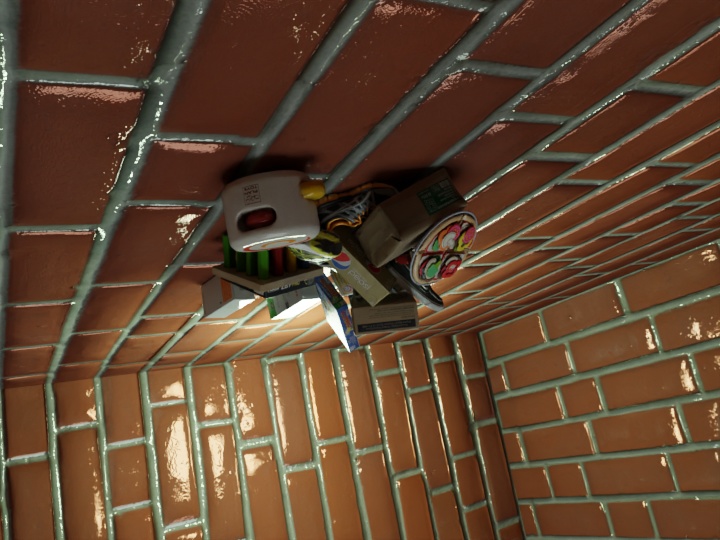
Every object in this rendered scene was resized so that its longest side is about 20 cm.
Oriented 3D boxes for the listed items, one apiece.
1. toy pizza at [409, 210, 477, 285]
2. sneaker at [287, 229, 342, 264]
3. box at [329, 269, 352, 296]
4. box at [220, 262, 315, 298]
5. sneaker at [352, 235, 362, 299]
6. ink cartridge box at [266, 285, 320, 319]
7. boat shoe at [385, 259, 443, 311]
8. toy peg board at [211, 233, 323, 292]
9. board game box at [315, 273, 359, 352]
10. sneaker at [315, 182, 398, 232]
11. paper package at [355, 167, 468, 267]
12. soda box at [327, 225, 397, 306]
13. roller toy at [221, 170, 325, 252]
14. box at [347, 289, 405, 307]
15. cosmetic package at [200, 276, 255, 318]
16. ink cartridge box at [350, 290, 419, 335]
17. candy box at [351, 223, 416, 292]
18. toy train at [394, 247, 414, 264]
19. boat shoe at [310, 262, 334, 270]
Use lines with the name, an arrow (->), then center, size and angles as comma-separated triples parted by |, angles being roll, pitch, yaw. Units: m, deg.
toy pizza -> 0.192, -0.043, 1.523 | 0.199, 0.032, 0.202 | -29, 144, -24
sneaker -> -0.142, -0.061, 1.514 | 0.198, 0.075, 0.085 | 23, 145, -16
box -> 0.023, -0.022, 1.879 | 0.197, 0.113, 0.102 | -15, 131, 13
box -> -0.236, 0.011, 1.738 | 0.160, 0.050, 0.199 | -12, -158, -41
sneaker -> 0.000, 0.000, 1.685 | 0.070, 0.073, 0.202 | -28, 135, -16
ink cartridge box -> -0.192, 0.040, 1.942 | 0.083, 0.148, 0.199 | -2, 163, -36
boat shoe -> 0.149, 0.031, 1.717 | 0.199, 0.071, 0.064 | 37, 104, -27
toy peg board -> -0.223, -0.038, 1.647 | 0.198, 0.099, 0.198 | 17, -157, 41
board game box -> -0.064, 0.112, 1.827 | 0.034, 0.136, 0.201 | -30, 143, -12
sneaker -> -0.007, -0.140, 1.538 | 0.197, 0.078, 0.078 | -16, 163, 11
paper package -> 0.111, -0.115, 1.539 | 0.198, 0.104, 0.191 | -30, 174, -23
soda box -> -0.011, -0.015, 1.605 | 0.068, 0.200, 0.064 | -40, -172, 36
roller toy -> -0.176, -0.121, 1.344 | 0.180, 0.142, 0.199 | -9, 177, -32
box -> 0.057, 0.027, 2.044 | 0.179, 0.106, 0.200 | -13, -171, 10
cosmetic package -> -0.386, 0.064, 1.979 | 0.070, 0.103, 0.199 | 1, 161, -38
ink cartridge box -> 0.058, 0.106, 1.737 | 0.162, 0.076, 0.200 | -7, -174, 1
candy box -> 0.077, -0.048, 1.740 | 0.199, 0.061, 0.136 | 36, 124, -27
toy train -> 0.106, -0.034, 1.624 | 0.198, 0.035, 0.046 | 4, -156, 39
boat shoe -> -0.101, -0.044, 1.761 | 0.197, 0.075, 0.065 | 11, 164, 27
